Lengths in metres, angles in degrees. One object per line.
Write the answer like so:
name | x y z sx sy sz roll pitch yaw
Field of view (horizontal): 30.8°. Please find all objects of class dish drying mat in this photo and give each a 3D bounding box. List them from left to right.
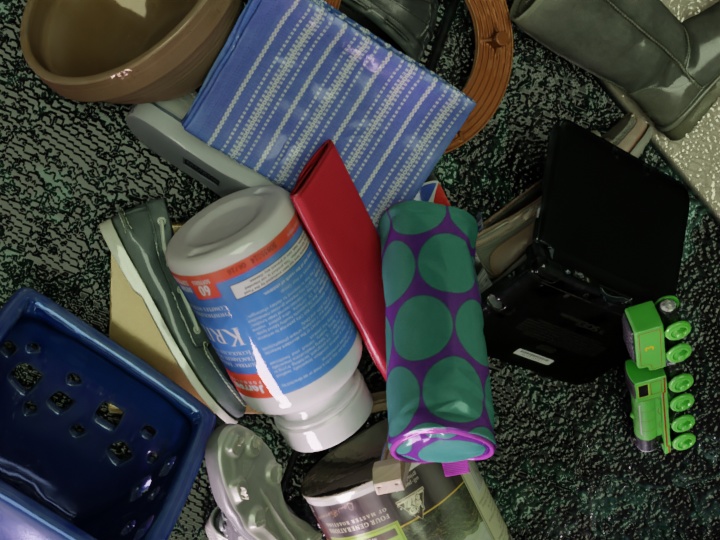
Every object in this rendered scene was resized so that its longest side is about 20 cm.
dish drying mat | 0.000 0.000 1.048 0.018 0.077 0.201 -7 124 33

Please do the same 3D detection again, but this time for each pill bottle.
pill bottle | -0.065 0.043 1.047 0.111 0.112 0.201 -29 115 -6

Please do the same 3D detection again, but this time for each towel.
towel | -0.025 -0.123 1.030 0.199 0.024 0.146 29 107 -17

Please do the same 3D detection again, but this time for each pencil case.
pencil case | 0.058 0.048 1.009 0.084 0.093 0.202 -6 63 9

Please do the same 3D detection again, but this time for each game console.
game console | 0.179 -0.007 1.115 0.199 0.117 0.175 20 134 -40

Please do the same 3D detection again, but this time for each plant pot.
plant pot | -0.256 0.169 1.019 0.199 0.201 0.180 35 123 -11
plant pot | -0.164 -0.203 1.041 0.201 0.201 0.093 -45 138 -2

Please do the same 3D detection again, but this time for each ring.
ring | 0.041 -0.192 1.075 0.198 0.019 0.203 1 88 -23

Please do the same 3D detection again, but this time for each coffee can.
coffee can | 0.056 0.238 1.114 0.145 0.146 0.202 -28 99 -6

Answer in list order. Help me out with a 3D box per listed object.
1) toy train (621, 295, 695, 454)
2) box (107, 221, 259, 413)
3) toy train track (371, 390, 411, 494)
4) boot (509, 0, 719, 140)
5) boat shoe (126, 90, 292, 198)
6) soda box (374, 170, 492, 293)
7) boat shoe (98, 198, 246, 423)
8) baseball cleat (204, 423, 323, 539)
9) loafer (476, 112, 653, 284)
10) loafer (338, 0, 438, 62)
toy train | 0.258 0.097 1.137 0.056 0.042 0.201 -16 136 1
box | -0.117 0.041 1.129 0.197 0.021 0.166 1 94 -9
toy train track | 0.035 0.113 1.074 0.113 0.200 0.033 -14 112 17
boot | 0.249 -0.232 1.131 0.199 0.073 0.183 37 89 -15
boat shoe | -0.097 -0.094 1.090 0.199 0.074 0.066 36 70 -8
soda box | 0.045 -0.038 1.123 0.063 0.071 0.202 -31 100 -11
boat shoe | -0.140 0.034 1.076 0.061 0.073 0.201 -31 99 -7
baseball cleat | -0.100 0.200 1.086 0.070 0.105 0.201 -59 137 -38
loafer | 0.170 -0.070 1.145 0.063 0.072 0.200 43 90 -3
loafer | -0.030 -0.229 1.091 0.198 0.068 0.071 19 74 -14
